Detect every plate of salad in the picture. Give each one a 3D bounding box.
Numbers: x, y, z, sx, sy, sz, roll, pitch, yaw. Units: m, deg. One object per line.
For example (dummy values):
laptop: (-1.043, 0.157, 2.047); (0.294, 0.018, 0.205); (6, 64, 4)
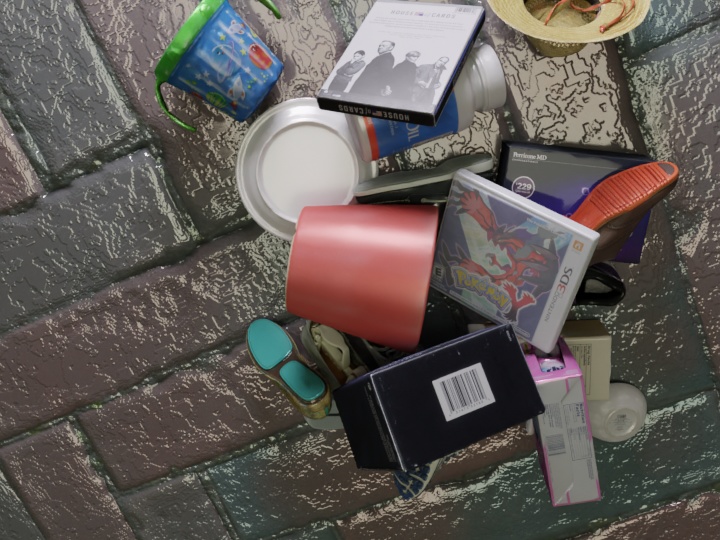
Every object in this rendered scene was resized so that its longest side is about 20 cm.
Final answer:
plate of salad: (-0.074, -0.138, 0.982); (0.198, 0.048, 0.202); (-2, 104, -7)

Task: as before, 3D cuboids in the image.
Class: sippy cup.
sippy cup: (-0.177, -0.270, 0.918); (0.130, 0.140, 0.178); (37, 129, -17)

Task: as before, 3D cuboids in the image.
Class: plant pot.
plant pot: (0.000, 0.000, 0.923); (0.176, 0.201, 0.202); (9, 107, 2)

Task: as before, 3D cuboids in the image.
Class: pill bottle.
pill bottle: (0.080, -0.223, 0.909); (0.199, 0.112, 0.113); (-20, 105, -2)

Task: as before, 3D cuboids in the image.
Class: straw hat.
straw hat: (0.250, -0.319, 0.884); (0.199, 0.203, 0.085); (1, 150, 4)

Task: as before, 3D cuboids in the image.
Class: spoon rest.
spoon rest: (0.341, 0.216, 1.066); (0.198, 0.061, 0.100); (2, 109, -10)

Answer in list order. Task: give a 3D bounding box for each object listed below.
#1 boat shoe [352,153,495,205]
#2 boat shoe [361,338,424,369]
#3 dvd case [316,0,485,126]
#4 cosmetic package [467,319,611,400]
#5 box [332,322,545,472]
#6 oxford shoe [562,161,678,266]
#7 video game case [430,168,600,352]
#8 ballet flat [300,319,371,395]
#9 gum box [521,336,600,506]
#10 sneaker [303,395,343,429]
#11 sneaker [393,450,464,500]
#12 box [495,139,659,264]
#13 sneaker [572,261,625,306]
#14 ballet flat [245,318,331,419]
boat shoe: (0.090, -0.108, 0.962); (0.198, 0.076, 0.061); (-11, 113, 1)
boat shoe: (0.043, 0.112, 1.033); (0.074, 0.086, 0.203); (-31, 102, 13)
dvd case: (0.053, -0.260, 0.857); (0.149, 0.201, 0.025); (13, 147, 21)
cosmetic package: (0.259, 0.133, 1.031); (0.198, 0.071, 0.106); (-1, 108, 5)
box: (0.089, 0.167, 0.904); (0.199, 0.198, 0.124); (-17, 80, -20)
oxford shoe: (0.320, -0.062, 0.899); (0.199, 0.071, 0.073); (-36, 120, 19)
video game case: (0.188, -0.012, 0.915); (0.199, 0.023, 0.183); (31, 129, 26)
ballet flat: (-0.020, 0.145, 1.016); (0.200, 0.067, 0.064); (51, 145, 21)
gum box: (0.268, 0.198, 0.953); (0.066, 0.114, 0.202); (-11, 108, 8)
sneaker: (0.004, 0.204, 1.076); (0.198, 0.071, 0.074); (11, 107, -22)
sneaker: (0.122, 0.268, 1.073); (0.085, 0.077, 0.201); (16, 107, -36)
box: (0.286, -0.095, 0.959); (0.198, 0.079, 0.142); (6, 105, 2)
sneaker: (0.270, 0.011, 0.985); (0.198, 0.088, 0.076); (3, 107, 4)
ballet flat: (-0.105, 0.148, 1.026); (0.070, 0.200, 0.071); (-23, 131, -28)
